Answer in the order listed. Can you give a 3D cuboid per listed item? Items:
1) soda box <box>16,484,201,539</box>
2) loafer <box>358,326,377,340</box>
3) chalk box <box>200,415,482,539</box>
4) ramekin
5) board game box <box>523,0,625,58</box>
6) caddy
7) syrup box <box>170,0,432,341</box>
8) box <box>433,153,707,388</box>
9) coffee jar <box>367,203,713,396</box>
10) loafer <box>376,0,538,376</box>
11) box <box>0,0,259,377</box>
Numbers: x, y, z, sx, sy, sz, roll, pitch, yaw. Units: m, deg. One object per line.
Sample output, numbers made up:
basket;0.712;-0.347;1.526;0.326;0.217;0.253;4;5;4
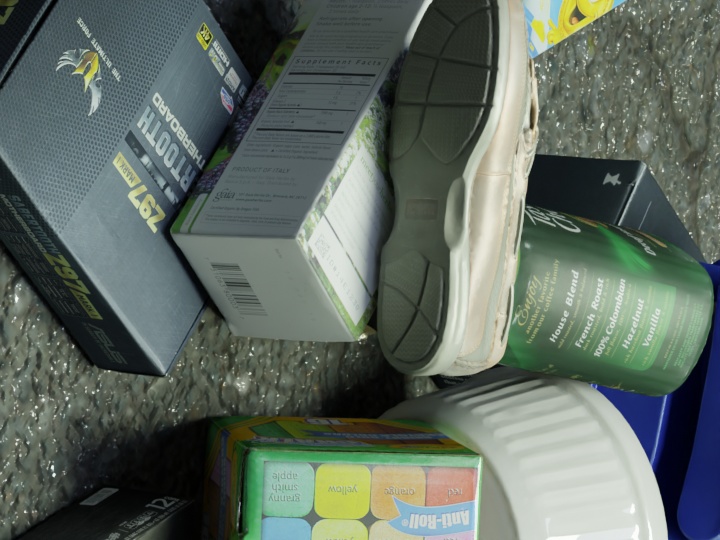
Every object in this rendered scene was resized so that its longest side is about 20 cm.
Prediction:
soda box;-0.158;0.176;1.422;0.200;0.063;0.071;-31;120;-48
loafer;0.000;0.000;1.619;0.200;0.067;0.076;-4;97;-55
chalk box;-0.010;0.144;1.489;0.124;0.200;0.124;3;92;-11
ramekin;0.068;0.153;1.631;0.094;0.202;0.203;-3;96;-43
board game box;0.093;-0.231;1.704;0.196;0.056;0.201;-34;126;-42
caddy;0.207;0.081;1.675;0.105;0.141;0.201;20;79;-50
syrup box;-0.009;-0.064;1.504;0.200;0.081;0.079;-63;140;-33
box;0.141;0.048;1.789;0.200;0.107;0.149;54;53;-44
coffee jar;0.086;0.008;1.578;0.200;0.104;0.086;11;103;-37
loafer;0.054;-0.046;1.460;0.063;0.072;0.201;6;95;-44
box;-0.122;-0.068;1.452;0.158;0.051;0.200;-61;138;-29
